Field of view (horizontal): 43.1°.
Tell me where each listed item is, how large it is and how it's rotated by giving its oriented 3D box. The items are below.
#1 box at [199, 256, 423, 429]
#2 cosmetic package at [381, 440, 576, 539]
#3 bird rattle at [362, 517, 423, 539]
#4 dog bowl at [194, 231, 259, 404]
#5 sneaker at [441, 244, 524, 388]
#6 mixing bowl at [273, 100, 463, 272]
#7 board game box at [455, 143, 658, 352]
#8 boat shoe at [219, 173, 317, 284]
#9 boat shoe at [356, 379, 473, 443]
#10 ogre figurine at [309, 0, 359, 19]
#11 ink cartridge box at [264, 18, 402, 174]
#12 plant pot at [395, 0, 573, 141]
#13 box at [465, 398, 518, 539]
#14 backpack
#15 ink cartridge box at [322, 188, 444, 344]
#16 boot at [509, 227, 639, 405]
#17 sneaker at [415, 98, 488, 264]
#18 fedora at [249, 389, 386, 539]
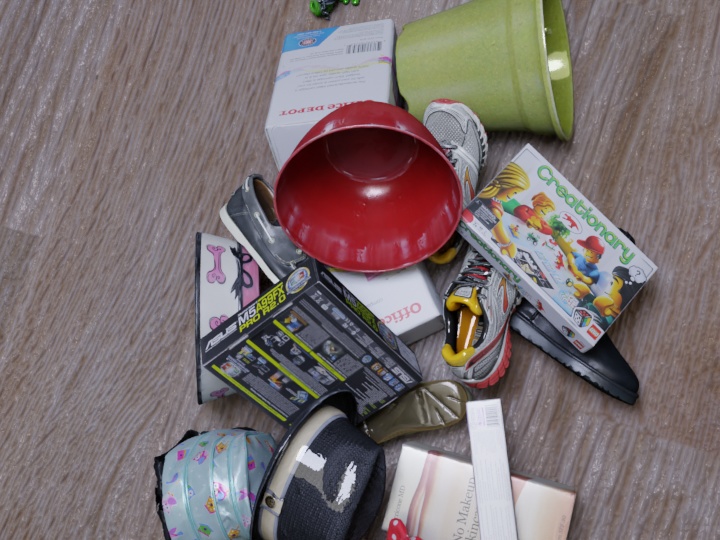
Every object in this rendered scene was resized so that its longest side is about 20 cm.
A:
[{"bbox_3d":[-0.050,0.097,0.992,0.160,0.200,0.044,-35,37,15],"label":"box"},{"bbox_3d":[0.134,0.268,1.027,0.197,0.087,0.105,12,84,13],"label":"cosmetic package"},{"bbox_3d":[-0.006,0.354,0.975,0.162,0.112,0.202,20,97,36],"label":"bird rattle"},{"bbox_3d":[-0.158,0.055,1.078,0.073,0.200,0.203,-1,79,-9],"label":"dog bowl"},{"bbox_3d":[0.139,0.025,1.017,0.077,0.082,0.203,-1,70,36],"label":"sneaker"},{"bbox_3d":[0.010,-0.105,0.981,0.197,0.201,0.109,-7,44,10],"label":"mixing bowl"},{"bbox_3d":[0.212,-0.026,0.993,0.200,0.035,0.126,44,69,4],"label":"board game box"},{"bbox_3d":[-0.079,-0.024,1.027,0.068,0.072,0.200,-47,70,17],"label":"boat shoe"},{"bbox_3d":[0.035,0.165,1.088,0.198,0.063,0.074,-13,82,15],"label":"boat shoe"},{"bbox_3d":[0.004,-0.419,1.161,0.198,0.120,0.099,-24,76,7],"label":"ogre figurine"},{"bbox_3d":[-0.026,-0.207,1.099,0.143,0.085,0.201,-5,43,11],"label":"ink cartridge box"},{"bbox_3d":[0.145,-0.242,1.078,0.182,0.200,0.203,-5,79,22],"label":"plant pot"},{"bbox_3d":[0.142,0.238,0.966,0.041,0.039,0.203,-8,78,10],"label":"box"},{"bbox_3d":[-0.153,0.247,1.031,0.125,0.200,0.169,-19,76,7],"label":"backpack"},{"bbox_3d":[0.000,0.000,1.096,0.143,0.085,0.202,-26,77,7],"label":"ink cartridge box"},{"bbox_3d":[0.270,0.034,1.047,0.199,0.076,0.169,36,92,21],"label":"boot"},{"bbox_3d":[0.103,-0.099,1.050,0.077,0.082,0.202,5,120,21],"label":"sneaker"},{"bbox_3d":[-0.030,0.231,0.953,0.091,0.200,0.202,25,85,24],"label":"fedora"}]
